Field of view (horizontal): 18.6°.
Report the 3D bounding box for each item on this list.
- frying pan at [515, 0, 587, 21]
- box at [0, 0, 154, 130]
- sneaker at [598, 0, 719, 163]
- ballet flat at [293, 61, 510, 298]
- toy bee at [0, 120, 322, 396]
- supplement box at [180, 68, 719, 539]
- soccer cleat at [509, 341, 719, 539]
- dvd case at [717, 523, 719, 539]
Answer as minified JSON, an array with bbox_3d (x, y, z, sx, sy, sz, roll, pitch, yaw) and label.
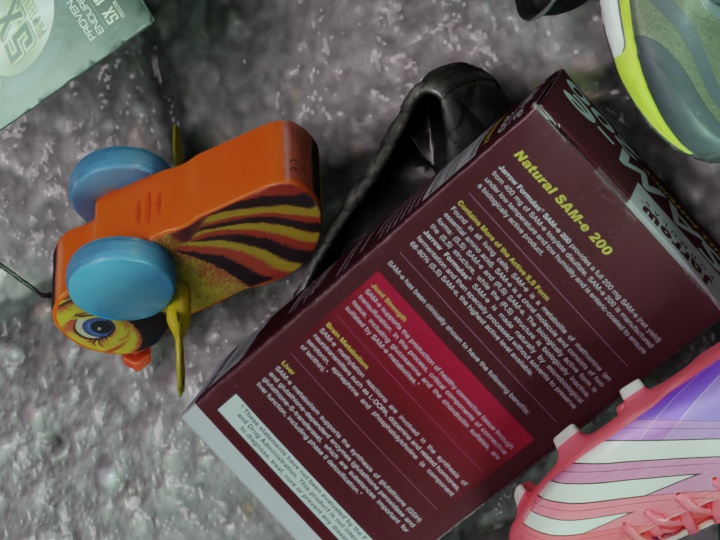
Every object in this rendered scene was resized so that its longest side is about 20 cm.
[{"bbox_3d":[0.099,-0.185,0.852,0.031,0.115,0.191,18,85,-11],"label":"frying pan"},{"bbox_3d":[-0.191,-0.162,0.940,0.164,0.086,0.200,59,167,-25],"label":"box"},{"bbox_3d":[0.138,-0.137,0.776,0.081,0.074,0.201,9,98,45],"label":"sneaker"},{"bbox_3d":[0.000,0.000,0.928,0.066,0.057,0.200,35,110,29],"label":"ballet flat"},{"bbox_3d":[-0.098,-0.006,0.981,0.199,0.109,0.131,3,60,27],"label":"toy bee"},{"bbox_3d":[0.037,0.028,0.871,0.200,0.061,0.109,-40,96,24],"label":"supplement box"},{"bbox_3d":[0.136,0.065,0.812,0.200,0.067,0.077,-42,71,26],"label":"soccer cleat"},{"bbox_3d":[0.224,0.103,0.801,0.199,0.022,0.147,-2,90,33],"label":"dvd case"}]
